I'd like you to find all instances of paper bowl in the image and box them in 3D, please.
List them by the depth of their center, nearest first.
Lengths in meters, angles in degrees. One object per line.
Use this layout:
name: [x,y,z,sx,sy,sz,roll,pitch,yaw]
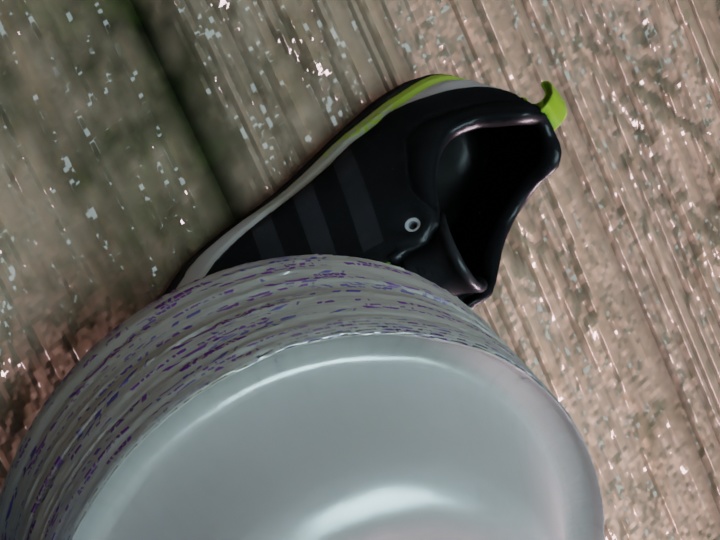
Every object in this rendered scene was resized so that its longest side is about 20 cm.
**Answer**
paper bowl: [-0.013,0.105,0.963,0.200,0.104,0.201,-11,120,-21]

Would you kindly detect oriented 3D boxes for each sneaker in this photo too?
sneaker: [0.000,0.000,1.021,0.200,0.083,0.072,-53,122,-23]
